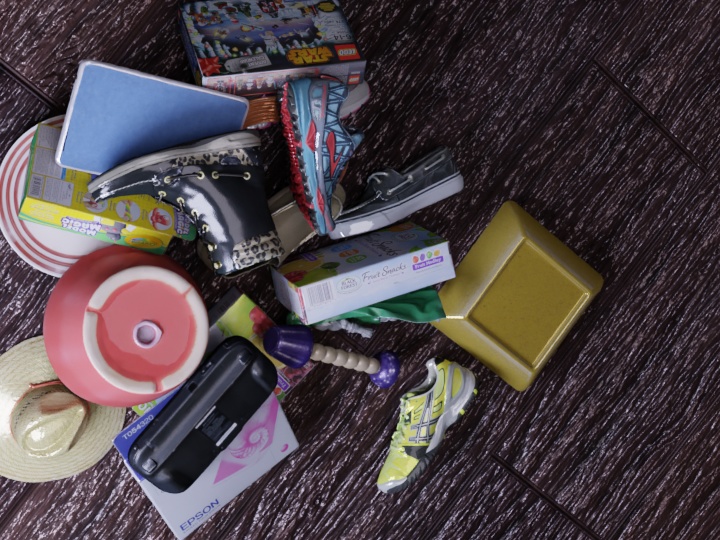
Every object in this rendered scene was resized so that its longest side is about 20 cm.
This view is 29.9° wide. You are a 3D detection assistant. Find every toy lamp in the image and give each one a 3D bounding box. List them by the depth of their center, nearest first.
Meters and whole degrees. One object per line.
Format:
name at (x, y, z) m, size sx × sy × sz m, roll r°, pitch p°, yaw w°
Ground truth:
toy lamp at (-0.037, 0.106, 1.713) m, size 0.199 × 0.058 × 0.059 m, roll 15°, pitch 98°, yaw -41°

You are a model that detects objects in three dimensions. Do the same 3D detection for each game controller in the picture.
game controller at (-0.182, 0.171, 1.583) m, size 0.200 × 0.042 × 0.104 m, roll -48°, pitch 139°, yaw -6°

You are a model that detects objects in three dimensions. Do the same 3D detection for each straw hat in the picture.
straw hat at (-0.376, 0.184, 1.638) m, size 0.199 × 0.085 × 0.203 m, roll -4°, pitch 103°, yaw -18°

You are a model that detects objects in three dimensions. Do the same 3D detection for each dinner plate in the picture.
dinner plate at (-0.338, -0.089, 1.622) m, size 0.199 × 0.024 × 0.202 m, roll -4°, pitch 103°, yaw -18°

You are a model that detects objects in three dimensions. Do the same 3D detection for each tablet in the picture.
tablet at (-0.236, -0.158, 1.535) m, size 0.199 × 0.014 × 0.131 m, roll 11°, pitch 113°, yaw -24°

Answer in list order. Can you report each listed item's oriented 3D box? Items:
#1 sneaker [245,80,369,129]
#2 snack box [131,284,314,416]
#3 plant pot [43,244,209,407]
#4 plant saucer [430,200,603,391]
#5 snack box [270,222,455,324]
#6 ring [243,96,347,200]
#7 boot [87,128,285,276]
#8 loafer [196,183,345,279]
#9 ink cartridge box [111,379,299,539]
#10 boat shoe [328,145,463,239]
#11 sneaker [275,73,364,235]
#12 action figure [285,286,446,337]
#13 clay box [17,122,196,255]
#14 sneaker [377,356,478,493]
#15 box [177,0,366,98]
sneaker at (-0.084, -0.225, 1.647) m, size 0.198 × 0.081 × 0.089 m, roll -8°, pitch 107°, yaw -18°
snack box at (-0.176, 0.140, 1.715) m, size 0.200 × 0.053 × 0.142 m, roll -45°, pitch 112°, yaw -4°
plant pot at (-0.260, 0.067, 1.557) m, size 0.199 × 0.177 × 0.202 m, roll 0°, pitch 90°, yaw -18°
plant saucer at (0.220, 0.042, 1.833) m, size 0.200 × 0.048 × 0.200 m, roll 37°, pitch 89°, yaw -23°
snack box at (0.000, 0.000, 1.687) m, size 0.199 × 0.142 × 0.053 m, roll -17°, pitch 108°, yaw -14°
ring at (-0.112, -0.137, 1.642) m, size 0.199 × 0.019 × 0.201 m, roll -8°, pitch 139°, yaw -7°
boot at (-0.191, -0.064, 1.517) m, size 0.202 × 0.073 × 0.155 m, roll -17°, pitch 94°, yaw -13°
loafer at (-0.104, -0.044, 1.671) m, size 0.199 × 0.069 × 0.076 m, roll -27°, pitch 139°, yaw 2°
ink cartridge box at (-0.183, 0.212, 1.650) m, size 0.196 × 0.043 × 0.201 m, roll -37°, pitch 141°, yaw -14°
boat shoe at (0.037, -0.102, 1.732) m, size 0.199 × 0.072 × 0.071 m, roll -26°, pitch 101°, yaw -23°
sneaker at (-0.035, -0.132, 1.580) m, size 0.095 × 0.079 × 0.201 m, roll -16°, pitch 125°, yaw -15°
action figure at (0.001, 0.051, 1.741) m, size 0.198 × 0.118 × 0.055 m, roll -6°, pitch 117°, yaw -9°
clay box at (-0.288, -0.090, 1.566) m, size 0.199 × 0.116 × 0.048 m, roll 16°, pitch 141°, yaw -20°
sneaker at (0.075, 0.206, 1.814) m, size 0.076 × 0.075 × 0.201 m, roll 37°, pitch 79°, yaw -15°
box at (-0.107, -0.269, 1.601) m, size 0.198 × 0.138 × 0.040 m, roll -9°, pitch 142°, yaw -17°
